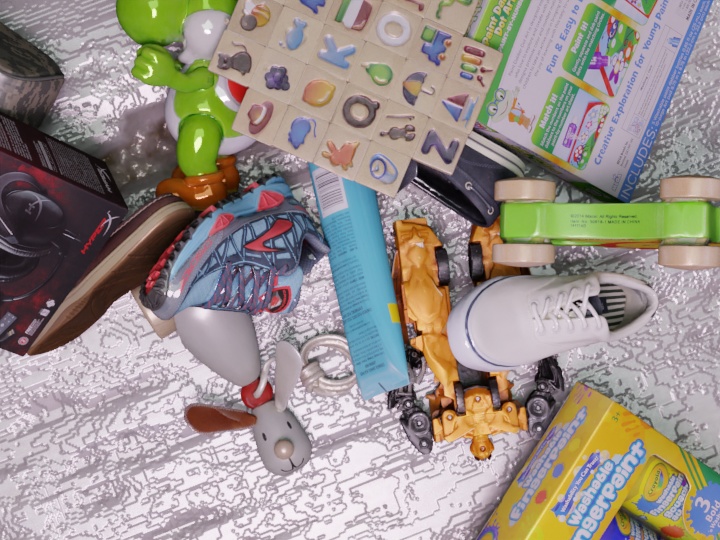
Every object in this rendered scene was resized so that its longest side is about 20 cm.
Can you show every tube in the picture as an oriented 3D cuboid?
[{"bbox_3d":[0.000,0.000,1.176,0.050,0.077,0.201,-6,78,-23],"label":"tube"}]

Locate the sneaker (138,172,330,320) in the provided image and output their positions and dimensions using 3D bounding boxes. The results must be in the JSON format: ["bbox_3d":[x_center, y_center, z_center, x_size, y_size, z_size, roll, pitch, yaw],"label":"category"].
[{"bbox_3d":[-0.084,-0.006,1.109,0.096,0.200,0.079,46,127,3],"label":"sneaker"}]

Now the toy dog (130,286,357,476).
[{"bbox_3d":[-0.099,0.067,1.167,0.200,0.096,0.132,39,88,-1],"label":"toy dog"}]

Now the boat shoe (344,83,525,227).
[{"bbox_3d":[0.033,-0.095,1.145,0.199,0.075,0.062,26,78,-11],"label":"boat shoe"}]

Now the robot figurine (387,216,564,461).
[{"bbox_3d":[0.087,0.053,1.194,0.144,0.058,0.201,-6,89,-2],"label":"robot figurine"}]

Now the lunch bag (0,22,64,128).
[{"bbox_3d":[-0.353,-0.130,1.146,0.200,0.139,0.168,33,105,-1],"label":"lunch bag"}]

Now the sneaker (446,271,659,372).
[{"bbox_3d":[0.152,0.030,1.136,0.199,0.071,0.073,-13,87,-41],"label":"sneaker"}]

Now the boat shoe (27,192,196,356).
[{"bbox_3d":[-0.211,-0.010,1.149,0.200,0.072,0.072,-39,76,34],"label":"boat shoe"}]

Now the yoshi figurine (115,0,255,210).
[{"bbox_3d":[-0.144,-0.152,1.147,0.112,0.112,0.201,-13,113,-41],"label":"yoshi figurine"}]

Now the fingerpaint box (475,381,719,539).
[{"bbox_3d":[0.193,0.219,1.167,0.167,0.073,0.200,35,88,-19],"label":"fingerpaint box"}]

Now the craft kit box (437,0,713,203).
[{"bbox_3d":[0.169,-0.181,1.167,0.197,0.048,0.201,26,86,-31],"label":"craft kit box"}]

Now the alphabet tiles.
[{"bbox_3d":[-0.003,-0.156,1.096,0.199,0.006,0.167,23,88,-1],"label":"alphabet tiles"}]

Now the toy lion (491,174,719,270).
[{"bbox_3d":[0.216,-0.033,1.144,0.199,0.192,0.069,1,89,18],"label":"toy lion"}]

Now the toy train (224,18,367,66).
[{"bbox_3d":[-0.003,-0.203,1.155,0.199,0.085,0.116,24,75,-29],"label":"toy train"}]

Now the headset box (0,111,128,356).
[{"bbox_3d":[-0.295,-0.043,1.062,0.200,0.077,0.149,27,109,-40],"label":"headset box"}]
